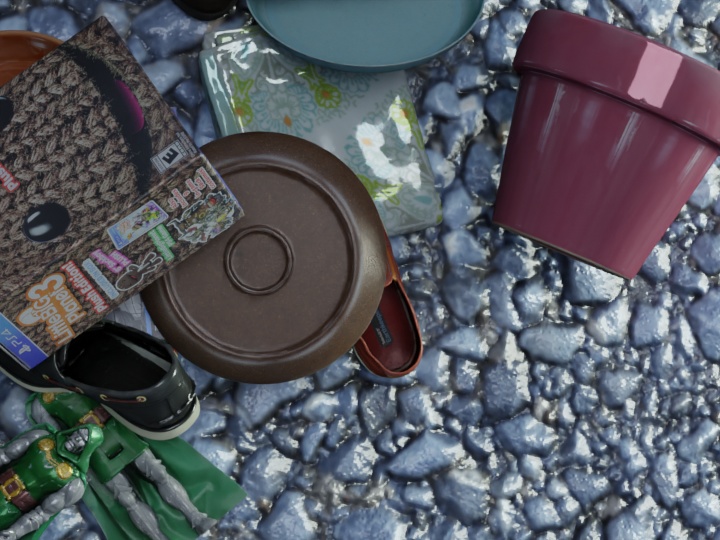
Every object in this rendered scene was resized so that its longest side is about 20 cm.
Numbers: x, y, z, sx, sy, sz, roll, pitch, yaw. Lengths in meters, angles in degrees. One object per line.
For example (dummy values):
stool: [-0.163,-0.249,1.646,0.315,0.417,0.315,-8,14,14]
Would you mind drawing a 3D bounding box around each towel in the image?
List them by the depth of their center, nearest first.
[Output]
towel: [-0.035,-0.116,1.453,0.171,0.048,0.200,-14,85,-15]

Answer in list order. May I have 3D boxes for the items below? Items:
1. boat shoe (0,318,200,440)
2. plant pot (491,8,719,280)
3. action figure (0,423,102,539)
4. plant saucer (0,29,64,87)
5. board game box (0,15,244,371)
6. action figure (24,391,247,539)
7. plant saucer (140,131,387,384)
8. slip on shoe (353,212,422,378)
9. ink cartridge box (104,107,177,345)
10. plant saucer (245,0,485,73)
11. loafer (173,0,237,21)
boat shoe: [-0.210,0.061,1.316,0.201,0.063,0.074,21,56,29]
plant pot: [0.200,-0.098,1.444,0.200,0.200,0.179,23,92,-9]
action figure: [-0.277,0.179,1.310,0.200,0.055,0.118,-38,77,-7]
plant saucer: [-0.276,-0.089,1.375,0.200,0.032,0.201,-1,80,5]
board game box: [-0.217,-0.057,1.277,0.200,0.097,0.160,-36,61,-2]
action figure: [-0.197,0.139,1.372,0.118,0.055,0.200,-40,88,-13]
plant saucer: [-0.079,-0.008,1.362,0.200,0.034,0.201,0,95,1]
slip on shoe: [0.000,0.000,1.407,0.074,0.061,0.200,-27,107,-11]
ink cartridge box: [-0.184,-0.037,1.409,0.099,0.039,0.200,-6,82,-14]
plant saucer: [0.003,-0.226,1.445,0.200,0.027,0.200,2,47,-2]
loafer: [-0.172,-0.295,1.435,0.200,0.071,0.073,41,74,-5]
